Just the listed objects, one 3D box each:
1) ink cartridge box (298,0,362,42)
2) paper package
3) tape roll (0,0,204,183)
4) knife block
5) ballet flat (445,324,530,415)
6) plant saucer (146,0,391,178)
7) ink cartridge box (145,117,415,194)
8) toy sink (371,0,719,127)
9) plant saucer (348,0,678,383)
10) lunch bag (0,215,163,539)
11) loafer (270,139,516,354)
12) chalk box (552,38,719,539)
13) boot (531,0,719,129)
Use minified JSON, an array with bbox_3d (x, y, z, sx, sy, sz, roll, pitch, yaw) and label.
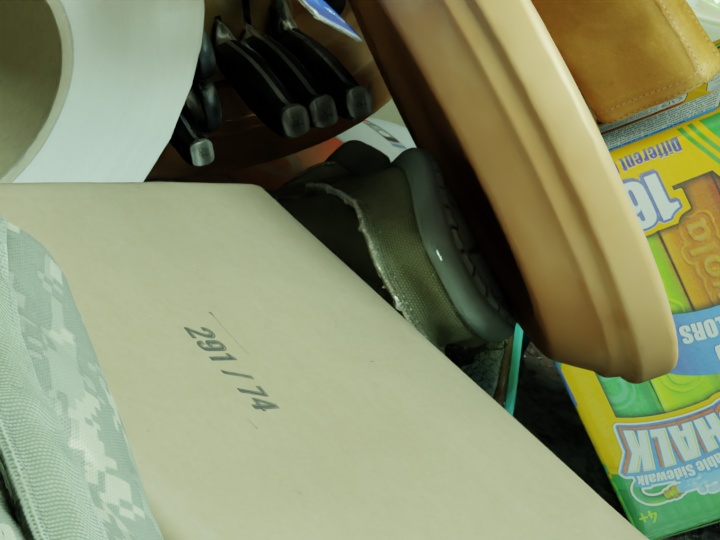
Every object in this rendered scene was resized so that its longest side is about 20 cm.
[{"bbox_3d":[-0.066,-0.150,0.659,0.200,0.039,0.099,44,6,3],"label":"ink cartridge box"},{"bbox_3d":[-0.046,0.067,0.654,0.200,0.104,0.190,42,26,28],"label":"paper package"},{"bbox_3d":[-0.150,-0.069,0.687,0.202,0.203,0.071,5,33,-45],"label":"tape roll"},{"bbox_3d":[-0.058,-0.115,0.858,0.175,0.064,0.200,9,35,18],"label":"knife block"},{"bbox_3d":[0.040,0.016,0.911,0.074,0.074,0.200,30,20,0],"label":"ballet flat"},{"bbox_3d":[-0.076,-0.101,0.927,0.199,0.032,0.201,-3,34,2],"label":"plant saucer"},{"bbox_3d":[-0.051,-0.070,0.994,0.162,0.050,0.200,5,37,-44],"label":"ink cartridge box"},{"bbox_3d":[0.099,-0.115,1.070,0.130,0.200,0.112,6,32,-44],"label":"toy sink"},{"bbox_3d":[0.041,-0.048,0.744,0.201,0.037,0.200,63,-2,4],"label":"plant saucer"},{"bbox_3d":[-0.094,0.098,0.452,0.139,0.168,0.200,15,27,-32],"label":"lunch bag"},{"bbox_3d":[0.000,0.000,0.809,0.075,0.069,0.200,63,-7,-9],"label":"loafer"},{"bbox_3d":[0.152,0.022,0.904,0.200,0.124,0.124,63,22,-13],"label":"chalk box"},{"bbox_3d":[0.039,-0.112,0.867,0.201,0.071,0.144,3,-47,56],"label":"boot"}]
